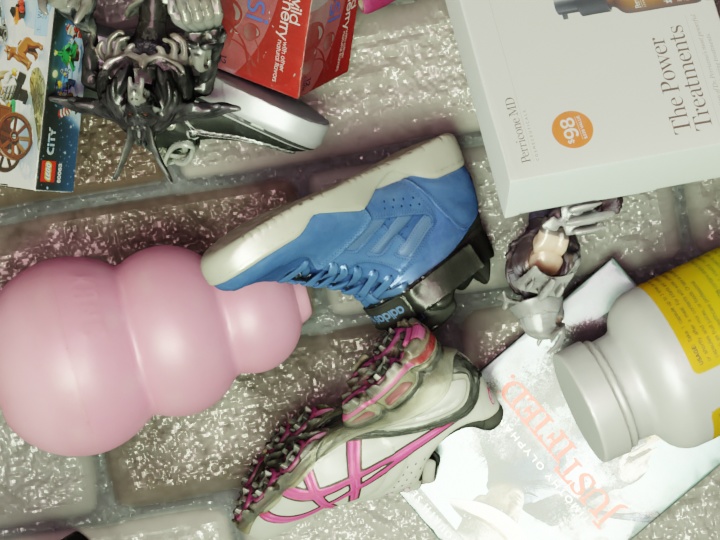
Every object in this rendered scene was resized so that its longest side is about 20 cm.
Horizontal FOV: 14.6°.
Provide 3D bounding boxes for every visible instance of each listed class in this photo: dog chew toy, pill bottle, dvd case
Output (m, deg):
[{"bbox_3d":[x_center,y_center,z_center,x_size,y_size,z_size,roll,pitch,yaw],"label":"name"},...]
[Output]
[{"bbox_3d":[-0.129,0.040,1.742,0.199,0.125,0.125,-15,92,-2],"label":"dog chew toy"},{"bbox_3d":[0.220,0.041,1.702,0.200,0.104,0.104,-25,91,-6],"label":"pill bottle"},{"bbox_3d":[0.129,0.110,1.770,0.200,0.022,0.146,-40,89,6],"label":"dvd case"}]

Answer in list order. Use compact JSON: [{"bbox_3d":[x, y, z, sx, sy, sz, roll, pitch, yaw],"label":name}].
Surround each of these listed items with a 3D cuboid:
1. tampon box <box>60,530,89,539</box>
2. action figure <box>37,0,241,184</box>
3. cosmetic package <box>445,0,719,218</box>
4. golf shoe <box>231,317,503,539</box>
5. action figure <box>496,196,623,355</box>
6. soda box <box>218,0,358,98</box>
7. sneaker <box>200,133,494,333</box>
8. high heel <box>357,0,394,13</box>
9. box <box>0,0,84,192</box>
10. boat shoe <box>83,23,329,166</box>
[{"bbox_3d":[-0.196,0.285,1.740,0.126,0.150,0.200,36,95,3],"label":"tampon box"},{"bbox_3d":[-0.130,-0.157,1.674,0.118,0.102,0.201,2,83,10],"label":"action figure"},{"bbox_3d":[0.135,-0.140,1.672,0.150,0.052,0.200,-12,64,-5],"label":"cosmetic package"},{"bbox_3d":[0.000,0.117,1.735,0.092,0.073,0.200,39,125,-16],"label":"golf shoe"},{"bbox_3d":[0.119,-0.048,1.714,0.069,0.130,0.201,7,78,-19],"label":"action figure"},{"bbox_3d":[-0.036,-0.211,1.705,0.070,0.063,0.201,22,120,23],"label":"soda box"},{"bbox_3d":[0.001,0.000,1.712,0.200,0.077,0.111,-26,95,-38],"label":"sneaker"},{"bbox_3d":[-0.030,-0.256,1.743,0.200,0.067,0.096,44,85,-12],"label":"high heel"},{"bbox_3d":[-0.231,-0.155,1.746,0.136,0.038,0.201,8,94,34],"label":"box"},{"bbox_3d":[-0.119,-0.101,1.755,0.199,0.074,0.068,19,101,6],"label":"boat shoe"}]
